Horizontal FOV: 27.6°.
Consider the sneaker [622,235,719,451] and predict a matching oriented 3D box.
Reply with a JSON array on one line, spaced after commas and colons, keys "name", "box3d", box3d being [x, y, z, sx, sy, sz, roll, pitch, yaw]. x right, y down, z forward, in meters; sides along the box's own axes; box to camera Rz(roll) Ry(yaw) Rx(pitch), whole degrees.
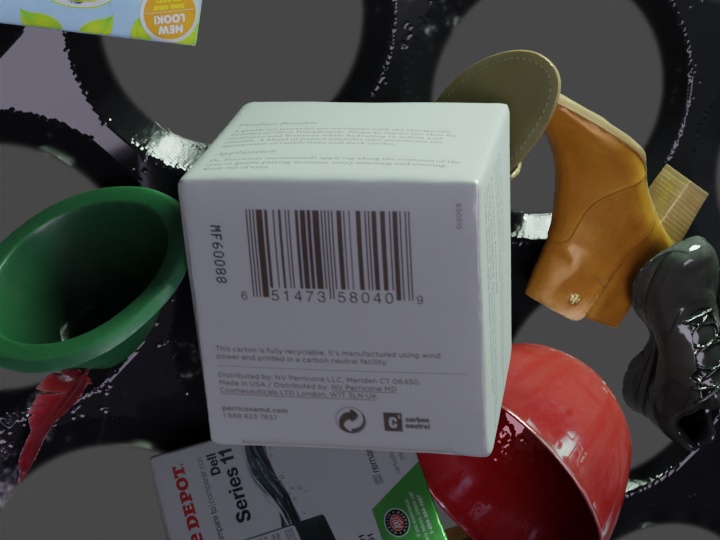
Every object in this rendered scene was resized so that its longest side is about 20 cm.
[{"name": "sneaker", "box3d": [0.263, 0.060, 1.158, 0.075, 0.091, 0.201, -23, 135, -16]}]

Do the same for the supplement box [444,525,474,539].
[{"name": "supplement box", "box3d": [0.087, 0.256, 1.228, 0.198, 0.067, 0.069, -17, 115, -8]}]

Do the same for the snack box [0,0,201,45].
[{"name": "snack box", "box3d": [-0.177, -0.257, 0.944, 0.167, 0.068, 0.202, 3, 112, -18]}]

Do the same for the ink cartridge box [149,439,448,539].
[{"name": "ink cartridge box", "box3d": [-0.048, 0.193, 1.112, 0.198, 0.147, 0.083, -16, 147, -9]}]

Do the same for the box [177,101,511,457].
[{"name": "box", "box3d": [0.000, 0.000, 1.008, 0.197, 0.172, 0.202, 1, 114, 11]}]

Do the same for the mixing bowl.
[{"name": "mixing bowl", "box3d": [0.135, 0.132, 1.142, 0.108, 0.199, 0.201, -41, 120, -30]}]

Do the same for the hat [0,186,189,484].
[{"name": "hat", "box3d": [-0.173, 0.057, 1.050, 0.166, 0.199, 0.177, -56, 138, -30]}]

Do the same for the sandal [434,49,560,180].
[{"name": "sandal", "box3d": [0.080, -0.083, 1.097, 0.078, 0.070, 0.212, 44, 116, 12]}]

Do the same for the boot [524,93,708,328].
[{"name": "boot", "box3d": [0.165, -0.042, 1.126, 0.200, 0.071, 0.145, 30, 100, -28]}]
